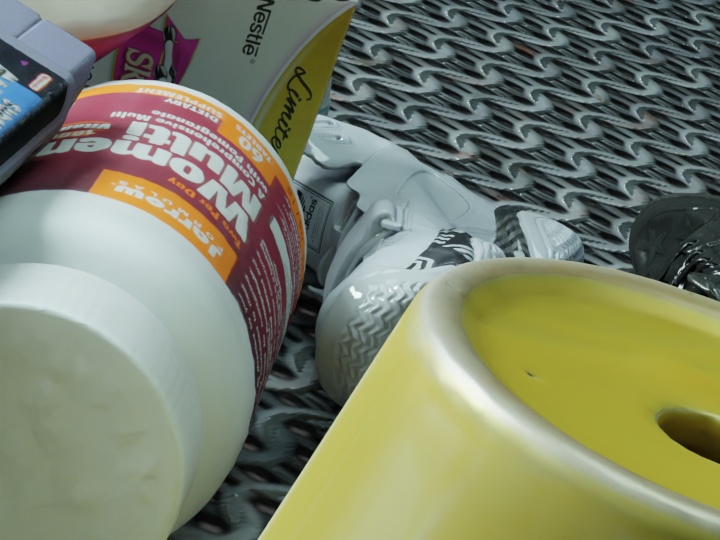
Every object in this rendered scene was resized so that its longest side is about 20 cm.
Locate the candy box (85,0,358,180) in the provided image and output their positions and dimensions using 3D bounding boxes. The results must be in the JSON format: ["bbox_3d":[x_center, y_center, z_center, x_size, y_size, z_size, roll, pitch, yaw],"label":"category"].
[{"bbox_3d":[-0.118,-0.068,1.016,0.200,0.137,0.061,13,22,-20],"label":"candy box"}]

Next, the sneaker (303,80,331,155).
[{"bbox_3d":[-0.099,-0.065,1.116,0.200,0.080,0.070,4,27,-36],"label":"sneaker"}]

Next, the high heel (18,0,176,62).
[{"bbox_3d":[-0.126,-0.069,0.954,0.067,0.200,0.096,46,-24,-2],"label":"high heel"}]

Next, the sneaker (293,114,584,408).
[{"bbox_3d":[0.000,0.000,1.053,0.115,0.075,0.200,26,15,17],"label":"sneaker"}]

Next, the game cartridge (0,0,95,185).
[{"bbox_3d":[-0.157,-0.054,0.788,0.129,0.038,0.200,28,26,4],"label":"game cartridge"}]

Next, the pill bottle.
[{"bbox_3d":[-0.080,0.019,0.862,0.109,0.110,0.200,20,19,-1],"label":"pill bottle"}]

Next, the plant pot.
[{"bbox_3d":[0.042,0.109,0.626,0.200,0.189,0.201,19,20,-7],"label":"plant pot"}]

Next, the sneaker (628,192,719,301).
[{"bbox_3d":[0.143,0.021,1.155,0.104,0.060,0.200,11,25,-39],"label":"sneaker"}]
